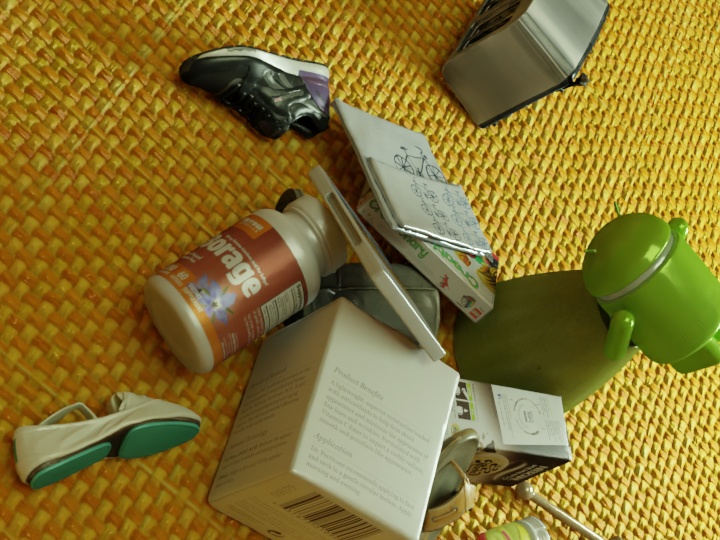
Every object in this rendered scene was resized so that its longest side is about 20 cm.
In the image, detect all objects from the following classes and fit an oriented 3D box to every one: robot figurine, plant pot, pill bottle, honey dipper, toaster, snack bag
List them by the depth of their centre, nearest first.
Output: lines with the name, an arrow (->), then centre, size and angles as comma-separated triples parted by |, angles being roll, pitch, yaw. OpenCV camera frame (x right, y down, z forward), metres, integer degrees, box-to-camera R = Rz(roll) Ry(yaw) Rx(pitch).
pill bottle -> -0.114, 0.008, 1.405 | 0.199, 0.112, 0.113 | -34, 93, -23
robot figurine -> 0.326, 0.021, 1.510 | 0.200, 0.115, 0.176 | 46, 58, -13
snack bag -> 0.062, -0.111, 1.628 | 0.187, 0.021, 0.202 | 14, 43, -48
plant pot -> 0.243, 0.075, 1.633 | 0.185, 0.199, 0.190 | 16, 62, -32
honey dipper -> 0.265, 0.309, 1.661 | 0.199, 0.038, 0.038 | 37, 53, -18
toaster -> 0.219, -0.301, 1.777 | 0.119, 0.199, 0.182 | 45, 51, -19

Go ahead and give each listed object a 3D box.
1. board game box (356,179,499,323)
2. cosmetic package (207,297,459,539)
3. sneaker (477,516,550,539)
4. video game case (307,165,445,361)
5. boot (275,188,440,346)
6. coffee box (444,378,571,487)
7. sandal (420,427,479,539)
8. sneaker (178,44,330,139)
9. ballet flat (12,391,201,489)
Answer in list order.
board game box -> 0.084, -0.041, 1.633 | 0.200, 0.035, 0.127 | 43, 27, -14
cosmetic package -> -0.026, 0.170, 1.404 | 0.164, 0.164, 0.202 | 34, 54, -23
sneaker -> 0.172, 0.380, 1.530 | 0.089, 0.078, 0.203 | 3, 65, -27
video game case -> 0.015, -0.009, 1.416 | 0.143, 0.017, 0.201 | 53, 5, -41
boot -> -0.001, -0.001, 1.560 | 0.198, 0.072, 0.185 | -2, 85, -32
coffee box -> 0.127, 0.184, 1.550 | 0.198, 0.113, 0.081 | 12, 59, -33
sandal -> 0.089, 0.252, 1.449 | 0.054, 0.202, 0.080 | 34, 29, 29
sneaker -> -0.112, -0.197, 1.557 | 0.198, 0.075, 0.089 | 3, 75, -37
ballet flat -> -0.244, 0.150, 1.315 | 0.198, 0.069, 0.070 | -13, 79, -40
